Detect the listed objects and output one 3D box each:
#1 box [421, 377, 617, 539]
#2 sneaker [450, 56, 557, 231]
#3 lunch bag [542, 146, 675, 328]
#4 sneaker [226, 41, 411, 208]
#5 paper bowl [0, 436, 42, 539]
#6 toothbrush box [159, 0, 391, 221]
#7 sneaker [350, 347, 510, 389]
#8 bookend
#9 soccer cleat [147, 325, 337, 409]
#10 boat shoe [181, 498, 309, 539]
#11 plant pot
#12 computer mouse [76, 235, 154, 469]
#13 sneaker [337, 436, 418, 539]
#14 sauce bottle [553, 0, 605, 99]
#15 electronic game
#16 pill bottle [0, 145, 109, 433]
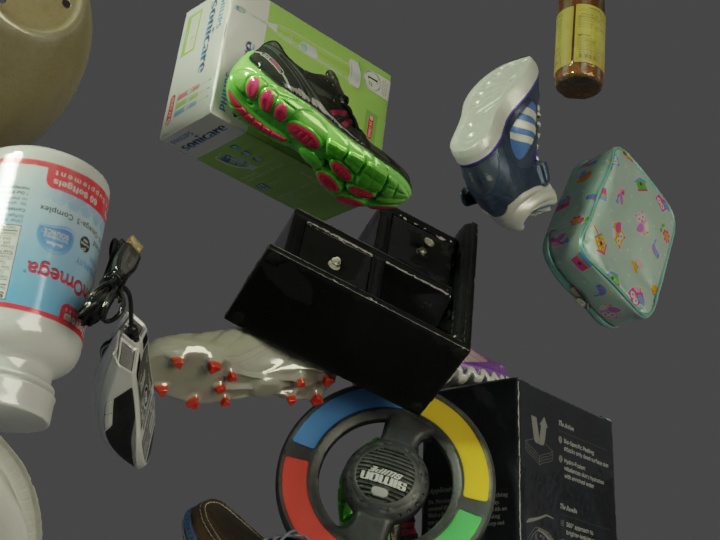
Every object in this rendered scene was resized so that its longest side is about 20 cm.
[{"bbox_3d":[0.160,0.230,1.276,0.196,0.117,0.201,27,59,-47],"label":"box"},{"bbox_3d":[0.180,-0.136,1.477,0.147,0.080,0.200,55,42,-26],"label":"sneaker"},{"bbox_3d":[0.306,-0.034,1.556,0.160,0.077,0.200,46,49,-24],"label":"lunch bag"},{"bbox_3d":[-0.024,-0.129,1.138,0.200,0.077,0.084,41,54,-23],"label":"sneaker"},{"bbox_3d":[-0.299,0.190,0.841,0.200,0.104,0.202,-5,97,-47],"label":"paper bowl"},{"bbox_3d":[-0.076,-0.156,1.225,0.200,0.086,0.146,26,60,-36],"label":"toothbrush box"},{"bbox_3d":[0.074,0.082,1.296,0.200,0.080,0.089,15,58,-39],"label":"sneaker"},{"bbox_3d":[0.000,0.000,1.183,0.198,0.092,0.200,28,34,-11],"label":"bookend"},{"bbox_3d":[-0.111,0.077,1.134,0.199,0.069,0.078,7,41,-35],"label":"soccer cleat"},{"bbox_3d":[-0.063,0.251,1.049,0.200,0.072,0.072,43,19,19],"label":"boat shoe"},{"bbox_3d":[-0.288,-0.200,1.003,0.200,0.134,0.201,18,63,-39],"label":"plant pot"},{"bbox_3d":[-0.192,0.075,1.007,0.110,0.044,0.201,-89,-179,-56],"label":"computer mouse"},{"bbox_3d":[0.020,0.245,1.200,0.084,0.076,0.201,60,34,-51],"label":"sneaker"},{"bbox_3d":[0.283,-0.317,1.640,0.066,0.066,0.201,26,61,-35],"label":"sauce bottle"},{"bbox_3d":[0.023,0.190,1.156,0.199,0.042,0.201,0,57,0],"label":"electronic game"},{"bbox_3d":[-0.258,0.015,0.973,0.108,0.109,0.201,23,61,-36],"label":"pill bottle"}]
